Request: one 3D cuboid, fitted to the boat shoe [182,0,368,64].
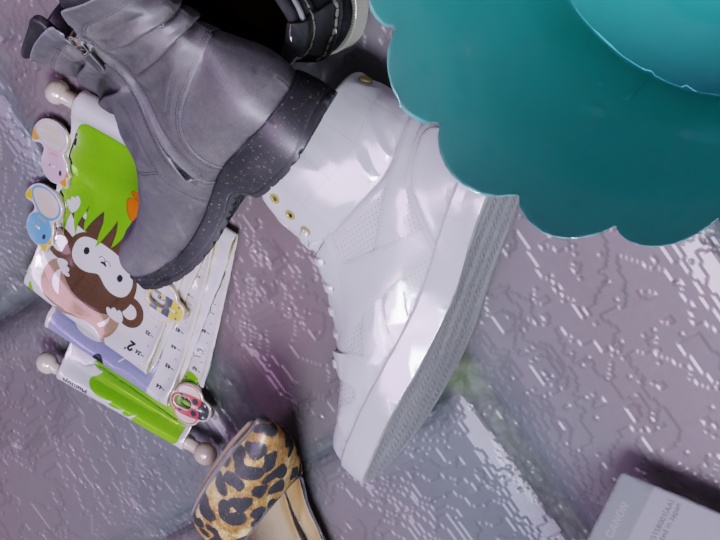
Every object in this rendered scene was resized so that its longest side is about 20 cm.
[{"bbox_3d":[-0.097,-0.142,0.905,0.199,0.068,0.072,18,126,25],"label":"boat shoe"}]

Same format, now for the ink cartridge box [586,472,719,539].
[{"bbox_3d":[0.160,0.212,0.860,0.173,0.200,0.044,20,152,22],"label":"ink cartridge box"}]

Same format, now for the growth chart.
[{"bbox_3d":[-0.130,0.001,1.040,0.144,0.018,0.201,23,124,19],"label":"growth chart"}]

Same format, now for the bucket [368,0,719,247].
[{"bbox_3d":[0.118,-0.124,0.731,0.207,0.135,0.208,15,123,24],"label":"bucket"}]

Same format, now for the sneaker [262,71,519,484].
[{"bbox_3d":[0.000,0.000,0.926,0.115,0.074,0.200,29,118,17],"label":"sneaker"}]

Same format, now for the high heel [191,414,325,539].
[{"bbox_3d":[-0.023,0.164,1.023,0.142,0.071,0.200,37,147,17],"label":"high heel"}]

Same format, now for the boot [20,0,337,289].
[{"bbox_3d":[-0.104,-0.075,0.893,0.131,0.070,0.200,34,143,-10],"label":"boot"}]
